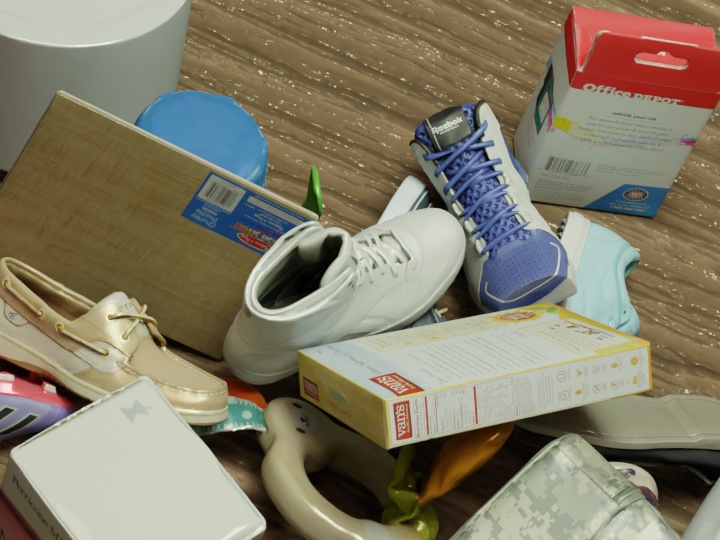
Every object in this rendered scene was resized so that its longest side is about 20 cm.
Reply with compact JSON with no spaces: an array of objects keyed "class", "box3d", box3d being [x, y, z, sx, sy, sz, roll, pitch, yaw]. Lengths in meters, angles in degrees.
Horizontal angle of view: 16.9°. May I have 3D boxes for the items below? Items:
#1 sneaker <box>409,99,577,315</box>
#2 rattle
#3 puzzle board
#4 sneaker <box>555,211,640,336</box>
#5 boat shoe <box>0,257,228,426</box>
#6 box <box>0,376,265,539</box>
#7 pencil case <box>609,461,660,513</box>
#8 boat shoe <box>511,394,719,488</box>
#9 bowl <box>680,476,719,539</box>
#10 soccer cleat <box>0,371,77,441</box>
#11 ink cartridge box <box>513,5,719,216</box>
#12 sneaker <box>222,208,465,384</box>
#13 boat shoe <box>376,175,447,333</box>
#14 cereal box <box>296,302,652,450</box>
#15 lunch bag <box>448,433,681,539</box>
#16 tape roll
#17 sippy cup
[{"class":"sneaker","box3d":[0.085,-0.056,1.780,0.080,0.115,0.200,-29,39,8]},{"class":"rattle","box3d":[-0.017,0.100,1.642,0.130,0.143,0.200,-24,61,-40]},{"class":"puzzle board","box3d":[-0.150,-0.030,1.670,0.199,0.151,0.017,25,36,-16]},{"class":"sneaker","box3d":[0.166,0.042,1.788,0.082,0.074,0.200,20,54,-1]},{"class":"boat shoe","box3d":[-0.176,0.047,1.647,0.199,0.069,0.074,21,13,16]},{"class":"box","box3d":[-0.155,0.185,1.502,0.109,0.200,0.128,-28,66,-33]},{"class":"pencil case","box3d":[0.173,0.228,1.644,0.089,0.078,0.201,41,36,-45]},{"class":"boat shoe","box3d":[0.186,0.125,1.721,0.199,0.063,0.073,6,32,-26]},{"class":"bowl","box3d":[0.289,0.217,1.655,0.200,0.075,0.200,57,48,-18]},{"class":"soccer cleat","box3d":[-0.291,0.096,1.625,0.199,0.067,0.077,8,97,-24]},{"class":"ink cartridge box","box3d":[0.200,-0.131,1.844,0.116,0.200,0.067,7,53,-12]},{"class":"sneaker","box3d":[0.000,0.000,1.665,0.200,0.116,0.074,-32,73,-23]},{"class":"boat shoe","box3d":[0.034,0.027,1.765,0.091,0.071,0.201,24,59,1]},{"class":"cereal box","box3d":[0.075,0.068,1.623,0.199,0.040,0.144,-11,16,-22]},{"class":"lunch bag","box3d":[0.127,0.233,1.515,0.200,0.139,0.168,-41,65,-15]},{"class":"tape roll","box3d":[-0.227,-0.187,1.784,0.202,0.139,0.203,7,49,-8]},{"class":"sippy cup","box3d":[-0.125,-0.055,1.734,0.178,0.131,0.140,-33,68,-33]}]
